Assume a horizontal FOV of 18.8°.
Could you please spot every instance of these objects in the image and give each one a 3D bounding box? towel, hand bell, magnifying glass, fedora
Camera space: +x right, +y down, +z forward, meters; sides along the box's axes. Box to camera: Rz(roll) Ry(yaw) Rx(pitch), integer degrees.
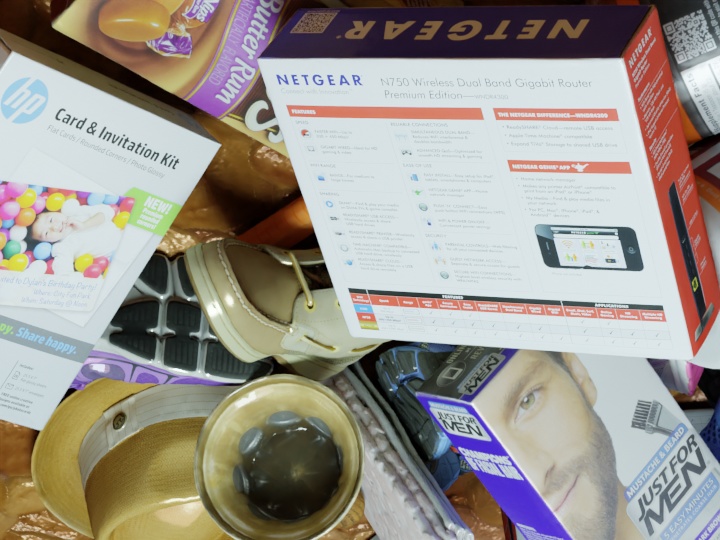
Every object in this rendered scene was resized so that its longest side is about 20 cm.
[{"bbox_3d":[0.037,0.162,1.383,0.032,0.200,0.191,-27,135,-8],"label":"towel"},{"bbox_3d":[-0.026,0.135,1.371,0.104,0.104,0.200,-16,163,9],"label":"hand bell"},{"bbox_3d":[0.006,-0.054,1.263,0.200,0.022,0.080,-30,148,28],"label":"magnifying glass"},{"bbox_3d":[-0.117,0.143,1.416,0.200,0.082,0.201,-4,137,-4],"label":"fedora"}]

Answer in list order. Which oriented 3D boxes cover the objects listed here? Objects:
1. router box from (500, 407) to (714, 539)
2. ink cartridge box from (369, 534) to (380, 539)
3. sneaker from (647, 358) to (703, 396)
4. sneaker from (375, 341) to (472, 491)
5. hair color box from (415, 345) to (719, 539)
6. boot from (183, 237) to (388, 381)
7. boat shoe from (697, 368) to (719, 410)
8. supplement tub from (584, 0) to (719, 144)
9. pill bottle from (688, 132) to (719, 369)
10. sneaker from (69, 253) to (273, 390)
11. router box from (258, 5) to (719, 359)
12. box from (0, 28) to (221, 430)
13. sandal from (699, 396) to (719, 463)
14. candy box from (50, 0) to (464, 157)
[{"bbox_3d":[0.196,0.179,1.425,0.200,0.180,0.049,-2,144,-4],"label":"router box"},{"bbox_3d":[0.063,0.279,1.582,0.200,0.084,0.146,27,128,-31],"label":"ink cartridge box"},{"bbox_3d":[0.165,0.005,1.316,0.088,0.081,0.200,12,152,31],"label":"sneaker"},{"bbox_3d":[0.059,0.081,1.366,0.078,0.075,0.200,-28,165,-7],"label":"sneaker"},{"bbox_3d":[0.134,0.108,1.282,0.109,0.065,0.200,-47,113,-20],"label":"hair color box"},{"bbox_3d":[0.000,0.000,1.259,0.155,0.073,0.200,-24,157,17],"label":"boot"},{"bbox_3d":[0.311,0.058,1.397,0.199,0.066,0.075,-3,137,-5],"label":"boat shoe"},{"bbox_3d":[0.193,-0.131,1.155,0.200,0.107,0.107,-22,135,16],"label":"supplement tub"},{"bbox_3d":[0.241,-0.040,1.199,0.200,0.113,0.113,-32,143,-25],"label":"pill bottle"},{"bbox_3d":[-0.151,0.037,1.324,0.200,0.081,0.083,8,149,-3],"label":"sneaker"},{"bbox_3d":[0.067,-0.044,1.099,0.200,0.049,0.180,4,129,29],"label":"router box"},{"bbox_3d":[-0.189,-0.018,1.191,0.156,0.041,0.200,23,104,-45],"label":"box"},{"bbox_3d":[0.242,0.111,1.349,0.087,0.079,0.200,-5,110,21],"label":"sandal"},{"bbox_3d":[-0.050,-0.136,1.153,0.200,0.057,0.117,27,126,-33],"label":"candy box"}]
